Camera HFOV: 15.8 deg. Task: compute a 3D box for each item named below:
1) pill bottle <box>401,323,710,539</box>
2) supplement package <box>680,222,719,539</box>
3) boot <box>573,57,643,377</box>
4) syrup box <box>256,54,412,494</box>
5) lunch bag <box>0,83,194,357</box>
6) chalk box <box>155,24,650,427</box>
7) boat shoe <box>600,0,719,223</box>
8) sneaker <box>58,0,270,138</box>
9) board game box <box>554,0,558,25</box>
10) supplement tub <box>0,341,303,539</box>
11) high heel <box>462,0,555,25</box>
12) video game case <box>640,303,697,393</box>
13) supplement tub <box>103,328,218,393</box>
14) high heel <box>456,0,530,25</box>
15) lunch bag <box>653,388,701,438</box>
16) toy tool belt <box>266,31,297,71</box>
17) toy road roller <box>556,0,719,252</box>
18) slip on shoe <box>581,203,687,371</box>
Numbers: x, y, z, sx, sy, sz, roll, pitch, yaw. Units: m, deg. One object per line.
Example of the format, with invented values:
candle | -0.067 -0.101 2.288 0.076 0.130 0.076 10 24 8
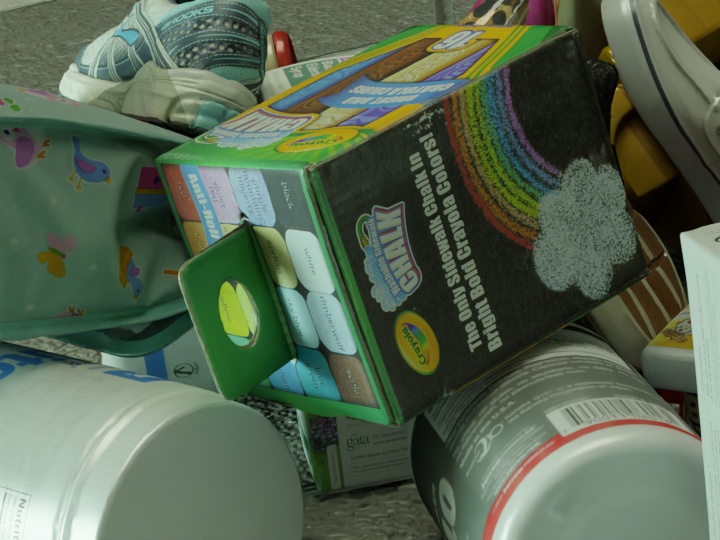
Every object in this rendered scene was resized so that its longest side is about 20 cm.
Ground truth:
pill bottle | 0.086 0.088 1.142 0.114 0.114 0.200 -12 20 -10
supplement package | 0.221 0.076 0.993 0.156 0.200 0.111 -13 21 -12
boot | 0.105 -0.014 1.342 0.079 0.158 0.211 -7 20 5
syrup box | 0.000 0.000 1.288 0.081 0.200 0.079 -10 21 -6
lunch bag | -0.157 -0.027 1.219 0.200 0.122 0.170 -2 8 -41
chalk box | 0.002 -0.015 1.134 0.200 0.125 0.124 -28 19 -29
boat shoe | 0.203 -0.074 1.400 0.066 0.200 0.072 -28 10 24
sneaker | -0.088 -0.107 1.306 0.078 0.086 0.200 21 -2 -24
board game box | 0.192 -0.149 1.682 0.045 0.152 0.200 -18 23 -26
supplement tub | -0.139 0.103 1.169 0.200 0.132 0.132 10 27 41
high heel | 0.049 -0.110 1.616 0.096 0.200 0.067 -16 66 -35
video game case | 0.256 0.014 1.180 0.200 0.023 0.182 7 30 34
supplement tub | -0.046 -0.005 1.400 0.200 0.132 0.132 -11 20 -5
high heel | -0.006 -0.120 1.505 0.143 0.200 0.071 40 1 12
lunch bag | 0.223 0.043 1.253 0.176 0.082 0.200 -3 21 16
toy tool belt | -0.094 -0.073 1.628 0.123 0.125 0.200 -13 39 4
toy road roller | 0.159 -0.097 1.512 0.146 0.200 0.123 -29 -17 -17
slip on shoe | 0.088 -0.022 1.263 0.076 0.061 0.200 4 45 -51
